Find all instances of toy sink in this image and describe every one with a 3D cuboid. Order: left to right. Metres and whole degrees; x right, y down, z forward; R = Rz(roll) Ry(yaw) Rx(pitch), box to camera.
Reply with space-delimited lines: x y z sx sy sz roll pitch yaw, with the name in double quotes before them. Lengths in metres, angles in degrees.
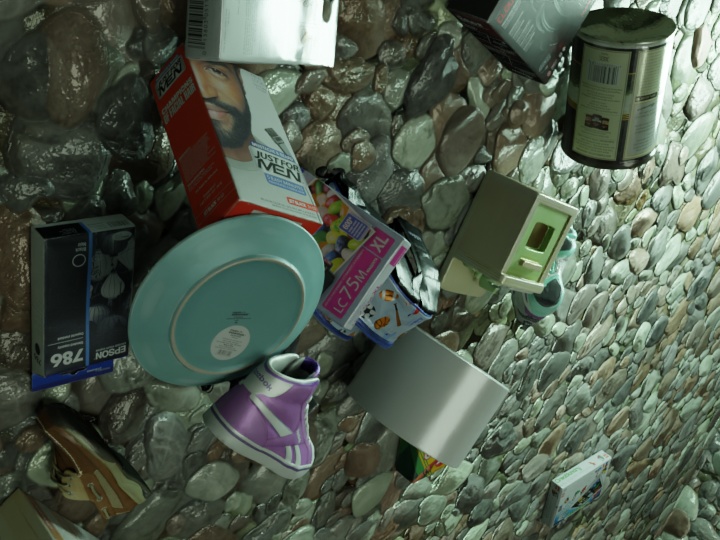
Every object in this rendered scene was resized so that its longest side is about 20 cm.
"toy sink" 0.228 -0.034 1.305 0.130 0.112 0.201 13 106 -48

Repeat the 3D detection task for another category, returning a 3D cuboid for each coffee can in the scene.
"coffee can" 0.386 -0.274 1.275 0.146 0.146 0.201 -28 133 -30

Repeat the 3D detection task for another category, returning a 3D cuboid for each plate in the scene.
"plate" -0.116 0.038 0.790 0.199 0.026 0.201 -22 136 -23

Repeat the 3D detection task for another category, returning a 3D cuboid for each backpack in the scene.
"backpack" 0.000 0.000 1.038 0.154 0.191 0.200 -44 142 11

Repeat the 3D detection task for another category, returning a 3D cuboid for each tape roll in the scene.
"tape roll" 0.098 0.176 1.245 0.139 0.202 0.203 -56 140 -1

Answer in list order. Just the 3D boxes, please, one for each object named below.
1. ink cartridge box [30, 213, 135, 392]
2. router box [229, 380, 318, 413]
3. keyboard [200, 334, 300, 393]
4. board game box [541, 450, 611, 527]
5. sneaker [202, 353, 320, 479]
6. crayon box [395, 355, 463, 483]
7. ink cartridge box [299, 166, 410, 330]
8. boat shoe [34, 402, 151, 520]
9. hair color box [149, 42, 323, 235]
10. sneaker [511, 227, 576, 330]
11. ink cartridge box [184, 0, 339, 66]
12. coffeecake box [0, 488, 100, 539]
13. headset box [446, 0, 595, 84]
"ink cartridge box" -0.292 0.043 0.890 0.099 0.039 0.201 -14 126 -40
"router box" -0.146 0.087 0.978 0.062 0.150 0.200 -42 138 -13
"keyboard" -0.111 0.079 0.873 0.127 0.021 0.201 -9 123 -39
"board game box" 0.521 0.525 2.037 0.199 0.035 0.127 -16 126 -38
"sneaker" -0.070 0.151 0.889 0.114 0.073 0.201 -46 153 -3
"crayon box" 0.132 0.256 1.451 0.127 0.051 0.201 -18 127 -36
"ink cartridge box" -0.059 -0.038 0.948 0.120 0.200 0.042 -55 162 1
"boat shoe" -0.313 0.230 0.967 0.074 0.076 0.200 -39 137 -15
"hair color box" -0.123 -0.116 0.825 0.064 0.201 0.111 -41 148 28
"sneaker" 0.299 0.009 1.440 0.140 0.077 0.201 114 0 -59
"ink cartridge box" -0.092 -0.290 0.854 0.200 0.057 0.163 -22 120 -61
"coffeecake box" -0.329 0.359 0.974 0.073 0.153 0.200 -45 139 -14
"headset box" 0.211 -0.358 1.099 0.200 0.077 0.149 25 97 -52
